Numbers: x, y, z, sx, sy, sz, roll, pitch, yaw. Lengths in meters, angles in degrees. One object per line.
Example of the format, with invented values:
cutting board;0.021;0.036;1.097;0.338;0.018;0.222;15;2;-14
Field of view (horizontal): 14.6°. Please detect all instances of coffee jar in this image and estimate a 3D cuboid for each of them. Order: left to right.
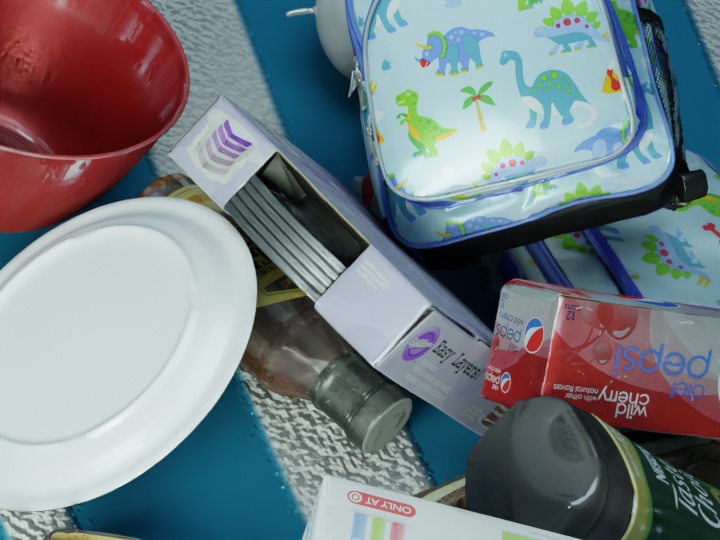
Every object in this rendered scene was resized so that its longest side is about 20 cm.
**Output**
coffee jar;0.147;0.143;1.458;0.200;0.085;0.104;29;22;-34

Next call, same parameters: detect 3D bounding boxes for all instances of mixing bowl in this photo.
mixing bowl;-0.207;-0.094;1.617;0.200;0.108;0.200;15;39;-12

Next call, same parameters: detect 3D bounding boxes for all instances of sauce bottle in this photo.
sauce bottle;-0.053;0.026;1.589;0.200;0.066;0.066;41;46;20

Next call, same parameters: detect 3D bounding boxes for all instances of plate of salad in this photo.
plate of salad;-0.139;0.047;1.495;0.200;0.048;0.200;-18;46;20

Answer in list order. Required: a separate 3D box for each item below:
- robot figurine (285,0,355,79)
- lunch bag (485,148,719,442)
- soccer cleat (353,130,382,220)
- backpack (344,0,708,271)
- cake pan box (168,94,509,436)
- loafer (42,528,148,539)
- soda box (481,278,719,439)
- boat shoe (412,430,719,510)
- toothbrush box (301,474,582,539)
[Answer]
robot figurine;0.057;-0.158;1.782;0.200;0.113;0.170;19;51;-1
lunch bag;0.172;0.017;1.667;0.161;0.082;0.200;-9;48;-23
soccer cleat;0.063;-0.104;1.692;0.085;0.069;0.200;25;86;12
backpack;0.081;-0.121;1.583;0.183;0.147;0.200;-15;79;9
cake pan box;0.000;0.000;1.557;0.184;0.052;0.200;44;4;25
loafer;-0.076;0.173;1.418;0.200;0.072;0.073;6;43;-15
soda box;0.169;0.052;1.526;0.200;0.070;0.063;8;5;-27
boat shoe;0.104;0.129;1.545;0.202;0.075;0.075;-7;19;-20
toothbrush box;0.024;0.207;1.325;0.146;0.200;0.086;14;43;-4
